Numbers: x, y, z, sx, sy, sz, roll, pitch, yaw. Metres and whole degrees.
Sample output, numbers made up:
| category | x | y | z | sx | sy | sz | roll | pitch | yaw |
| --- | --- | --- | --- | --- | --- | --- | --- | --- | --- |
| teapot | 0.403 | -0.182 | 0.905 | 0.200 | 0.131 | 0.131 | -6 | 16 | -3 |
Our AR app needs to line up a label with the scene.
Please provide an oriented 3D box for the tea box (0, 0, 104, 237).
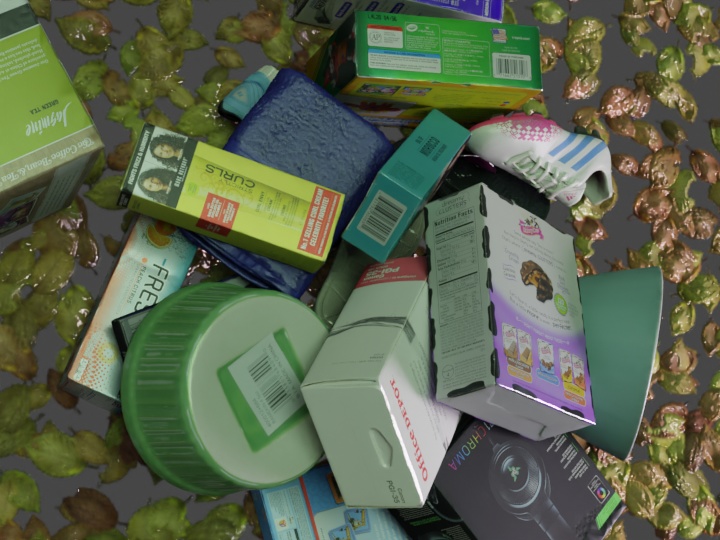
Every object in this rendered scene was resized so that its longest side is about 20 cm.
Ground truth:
| category | x | y | z | sx | sy | sz | roll | pitch | yaw |
| --- | --- | --- | --- | --- | --- | --- | --- | --- | --- |
| tea box | -0.350 | -0.142 | 1.409 | 0.133 | 0.200 | 0.197 | -27 | 88 | -23 |

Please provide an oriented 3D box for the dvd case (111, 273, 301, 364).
| category | x | y | z | sx | sy | sz | roll | pitch | yaw |
| --- | --- | --- | --- | --- | --- | --- | --- | --- | --- |
| dvd case | -0.131 | 0.087 | 1.482 | 0.200 | 0.025 | 0.151 | -21 | 98 | -36 |

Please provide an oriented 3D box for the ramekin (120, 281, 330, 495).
| category | x | y | z | sx | sy | sz | roll | pitch | yaw |
| --- | --- | --- | --- | --- | --- | --- | --- | --- | --- |
| ramekin | -0.110 | 0.108 | 1.418 | 0.199 | 0.098 | 0.201 | 3 | 84 | -37 |

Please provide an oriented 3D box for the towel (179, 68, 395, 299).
| category | x | y | z | sx | sy | sz | roll | pitch | yaw |
| --- | --- | --- | --- | --- | --- | --- | --- | --- | --- |
| towel | -0.073 | -0.082 | 1.502 | 0.148 | 0.050 | 0.200 | 36 | 72 | -6 |

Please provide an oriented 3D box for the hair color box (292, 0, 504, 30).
| category | x | y | z | sx | sy | sz | roll | pitch | yaw |
| --- | --- | --- | --- | --- | --- | --- | --- | --- | --- |
| hair color box | 0.040 | -0.289 | 1.631 | 0.199 | 0.109 | 0.065 | 9 | 74 | -18 |

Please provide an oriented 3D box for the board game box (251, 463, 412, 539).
| category | x | y | z | sx | sy | sz | roll | pitch | yaw |
| --- | --- | --- | --- | --- | --- | --- | --- | --- | --- |
| board game box | 0.006 | 0.258 | 1.521 | 0.199 | 0.037 | 0.152 | -13 | 81 | -21 |

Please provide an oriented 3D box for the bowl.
| category | x | y | z | sx | sy | sz | roll | pitch | yaw |
| --- | --- | --- | --- | --- | --- | --- | --- | --- | --- |
| bowl | 0.237 | 0.086 | 1.578 | 0.105 | 0.201 | 0.202 | 10 | 72 | 4 |

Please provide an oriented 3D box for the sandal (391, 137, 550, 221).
| category | x | y | z | sx | sy | sz | roll | pitch | yaw |
| --- | --- | --- | --- | --- | --- | --- | --- | --- | --- |
| sandal | 0.115 | -0.099 | 1.642 | 0.200 | 0.048 | 0.076 | 14 | 72 | -16 |

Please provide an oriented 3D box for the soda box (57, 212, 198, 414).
| category | x | y | z | sx | sy | sz | roll | pitch | yaw |
| --- | --- | --- | --- | --- | --- | --- | --- | --- | --- |
| soda box | -0.218 | 0.032 | 1.485 | 0.068 | 0.064 | 0.201 | 26 | 70 | -12 |

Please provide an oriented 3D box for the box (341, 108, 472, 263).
| category | x | y | z | sx | sy | sz | roll | pitch | yaw |
| --- | --- | --- | --- | --- | --- | --- | --- | --- | --- |
| box | 0.048 | -0.085 | 1.504 | 0.049 | 0.082 | 0.200 | 33 | 29 | 3 |

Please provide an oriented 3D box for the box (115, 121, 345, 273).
| category | x | y | z | sx | sy | sz | roll | pitch | yaw |
| --- | --- | --- | --- | --- | --- | --- | --- | --- | --- |
| box | -0.120 | -0.066 | 1.433 | 0.199 | 0.050 | 0.076 | 21 | 73 | -10 |

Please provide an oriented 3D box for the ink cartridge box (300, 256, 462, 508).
| category | x | y | z | sx | sy | sz | roll | pitch | yaw |
| --- | --- | --- | --- | --- | --- | --- | --- | --- | --- |
| ink cartridge box | 0.031 | 0.102 | 1.430 | 0.200 | 0.083 | 0.147 | -60 | 137 | -51 |

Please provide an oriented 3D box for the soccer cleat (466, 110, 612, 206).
| category | x | y | z | sx | sy | sz | roll | pitch | yaw |
| --- | --- | --- | --- | --- | --- | --- | --- | --- | --- |
| soccer cleat | 0.198 | -0.114 | 1.638 | 0.199 | 0.070 | 0.087 | 5 | 67 | -39 |

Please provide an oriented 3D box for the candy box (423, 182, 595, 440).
| category | x | y | z | sx | sy | sz | roll | pitch | yaw |
| --- | --- | --- | --- | --- | --- | --- | --- | --- | --- |
| candy box | 0.140 | 0.041 | 1.456 | 0.168 | 0.071 | 0.201 | 25 | 54 | -46 |

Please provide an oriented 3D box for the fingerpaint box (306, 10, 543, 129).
| category | x | y | z | sx | sy | sz | roll | pitch | yaw |
| --- | --- | --- | --- | --- | --- | --- | --- | --- | --- |
| fingerpaint box | 0.062 | -0.201 | 1.585 | 0.199 | 0.167 | 0.074 | 2 | 79 | -18 |

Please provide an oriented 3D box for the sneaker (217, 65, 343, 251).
| category | x | y | z | sx | sy | sz | roll | pitch | yaw |
| --- | --- | --- | --- | --- | --- | --- | --- | --- | --- |
| sneaker | -0.080 | -0.104 | 1.575 | 0.090 | 0.078 | 0.200 | -27 | 82 | -6 |

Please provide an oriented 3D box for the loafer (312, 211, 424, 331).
| category | x | y | z | sx | sy | sz | roll | pitch | yaw |
| --- | --- | --- | --- | --- | --- | --- | --- | --- | --- |
| loafer | 0.000 | 0.000 | 1.557 | 0.072 | 0.063 | 0.200 | 34 | 54 | -2 |

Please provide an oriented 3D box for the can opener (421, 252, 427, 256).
| category | x | y | z | sx | sy | sz | roll | pitch | yaw |
| --- | --- | --- | --- | --- | --- | --- | --- | --- | --- |
| can opener | 0.086 | -0.004 | 1.596 | 0.200 | 0.063 | 0.079 | -31 | 105 | -20 |

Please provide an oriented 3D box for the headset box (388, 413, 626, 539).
| category | x | y | z | sx | sy | sz | roll | pitch | yaw |
| --- | --- | --- | --- | --- | --- | --- | --- | --- | --- |
| headset box | 0.144 | 0.230 | 1.517 | 0.200 | 0.093 | 0.174 | 53 | 52 | -9 |
